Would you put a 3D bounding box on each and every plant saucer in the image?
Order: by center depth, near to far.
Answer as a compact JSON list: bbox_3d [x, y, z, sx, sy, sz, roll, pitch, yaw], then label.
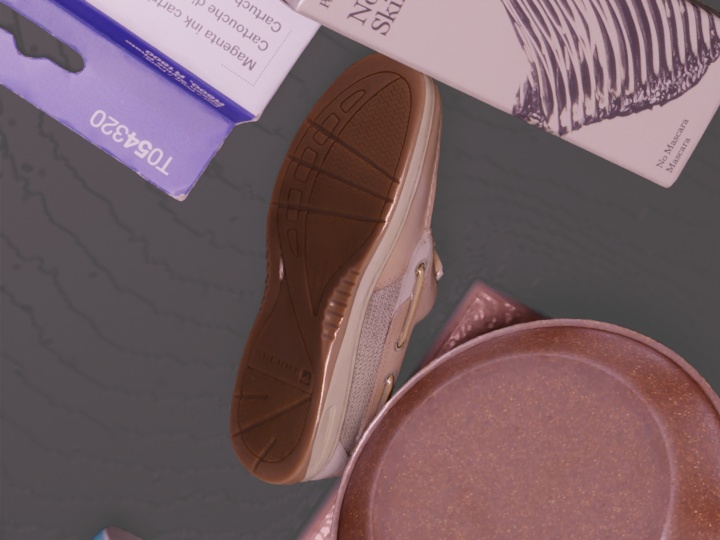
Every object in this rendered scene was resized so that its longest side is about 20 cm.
[{"bbox_3d":[0.079,0.112,1.184,0.200,0.037,0.201,-4,108,-13],"label":"plant saucer"}]

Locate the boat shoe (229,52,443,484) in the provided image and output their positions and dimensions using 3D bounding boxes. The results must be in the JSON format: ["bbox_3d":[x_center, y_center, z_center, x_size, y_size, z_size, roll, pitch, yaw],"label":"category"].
[{"bbox_3d":[0.000,0.000,1.149,0.065,0.072,0.201,2,108,-47],"label":"boat shoe"}]

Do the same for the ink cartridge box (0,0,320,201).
[{"bbox_3d":[-0.100,-0.158,1.107,0.196,0.043,0.200,33,97,-13],"label":"ink cartridge box"}]

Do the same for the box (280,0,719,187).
[{"bbox_3d":[0.062,-0.113,1.096,0.200,0.068,0.082,22,103,-26],"label":"box"}]

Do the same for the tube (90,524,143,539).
[{"bbox_3d":[-0.166,0.203,1.192,0.077,0.050,0.200,42,102,-6],"label":"tube"}]
